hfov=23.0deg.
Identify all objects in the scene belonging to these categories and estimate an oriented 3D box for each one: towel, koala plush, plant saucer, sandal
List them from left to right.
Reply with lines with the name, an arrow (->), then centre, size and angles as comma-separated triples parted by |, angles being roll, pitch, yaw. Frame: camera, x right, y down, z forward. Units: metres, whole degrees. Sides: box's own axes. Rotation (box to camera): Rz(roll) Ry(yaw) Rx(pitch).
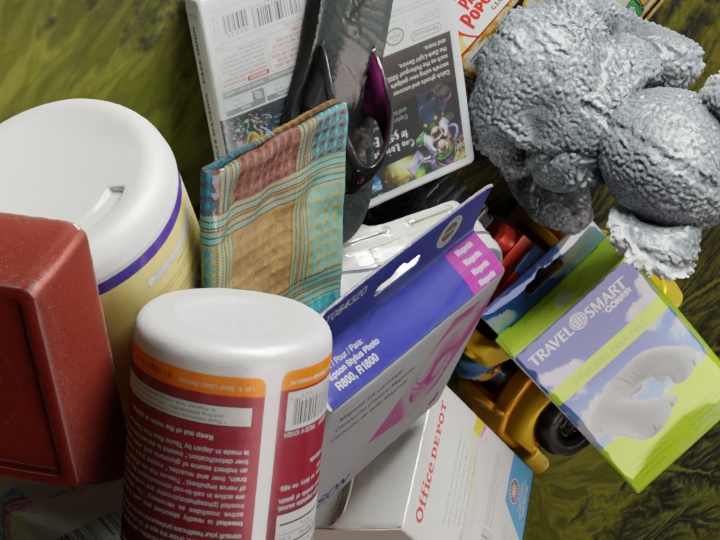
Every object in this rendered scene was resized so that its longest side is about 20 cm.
plant saucer -> -0.238, 0.047, 0.999 | 0.037, 0.198, 0.201 | -69, 162, -46
towel -> -0.052, 0.008, 1.100 | 0.146, 0.022, 0.201 | -35, 135, -50
sandal -> -0.009, -0.112, 1.144 | 0.075, 0.048, 0.202 | -6, 110, -36
koala plush -> 0.190, -0.092, 1.242 | 0.178, 0.200, 0.183 | -53, 143, 6

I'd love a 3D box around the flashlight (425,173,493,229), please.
flashlight -> 0.016, 0.015, 1.334 | 0.200, 0.068, 0.068 | -45, 162, -4

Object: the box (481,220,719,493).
box -> 0.199, 0.067, 1.388 | 0.122, 0.048, 0.200 | -42, 117, 4

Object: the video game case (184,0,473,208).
video game case -> -0.015, -0.124, 1.182 | 0.199, 0.023, 0.183 | -25, 119, -29

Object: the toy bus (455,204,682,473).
toy bus -> 0.132, 0.039, 1.442 | 0.192, 0.136, 0.201 | 30, 100, -40

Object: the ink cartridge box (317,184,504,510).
ink cartridge box -> 0.016, 0.063, 1.166 | 0.196, 0.043, 0.201 | -37, 160, -41

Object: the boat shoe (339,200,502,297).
boat shoe -> 0.000, 0.000, 1.238 | 0.199, 0.070, 0.071 | -21, 147, -20

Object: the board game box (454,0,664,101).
board game box -> 0.150, -0.201, 1.315 | 0.200, 0.046, 0.151 | -49, 143, -3

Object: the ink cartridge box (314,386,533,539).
ink cartridge box -> 0.030, 0.174, 1.386 | 0.200, 0.124, 0.129 | 45, 49, -44

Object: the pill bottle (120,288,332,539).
pill bottle -> -0.080, 0.120, 1.010 | 0.112, 0.113, 0.202 | -9, 112, -42

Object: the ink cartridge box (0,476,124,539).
ink cartridge box -> -0.166, 0.188, 1.180 | 0.145, 0.200, 0.145 | -22, 137, -32

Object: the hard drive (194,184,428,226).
hard drive -> -0.043, -0.034, 1.254 | 0.200, 0.042, 0.135 | -37, 141, -19

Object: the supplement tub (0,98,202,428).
supplement tub -> -0.159, 0.012, 1.082 | 0.145, 0.145, 0.201 | -37, 141, -18
